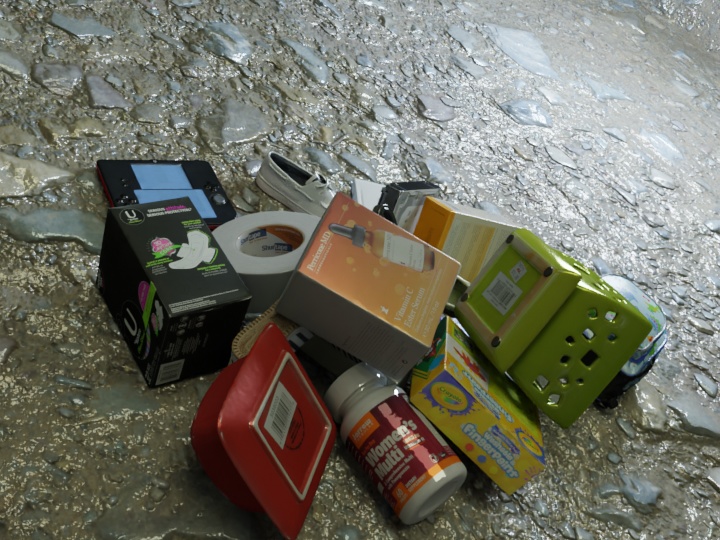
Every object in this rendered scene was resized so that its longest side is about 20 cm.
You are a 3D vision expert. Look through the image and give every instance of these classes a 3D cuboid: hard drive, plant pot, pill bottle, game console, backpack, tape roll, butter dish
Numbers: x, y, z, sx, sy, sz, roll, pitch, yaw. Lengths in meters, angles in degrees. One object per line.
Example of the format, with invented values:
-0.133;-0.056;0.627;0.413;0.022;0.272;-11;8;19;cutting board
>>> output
0.066;-0.075;1.470;0.037;0.142;0.199;26;15;20;hard drive
0.259;0.069;1.289;0.180;0.200;0.200;33;11;-29;plant pot
0.041;0.225;1.193;0.109;0.110;0.200;-17;55;-41;pill bottle
0.082;-0.099;1.645;0.197;0.026;0.133;12;41;-18;hard drive
-0.310;-0.122;1.443;0.197;0.031;0.178;-3;48;-33;game console
0.429;0.101;1.525;0.183;0.148;0.199;45;39;18;backpack
-0.132;-0.016;1.336;0.196;0.067;0.201;-2;30;1;tape roll
-0.139;0.201;1.101;0.201;0.146;0.201;63;30;-27;butter dish

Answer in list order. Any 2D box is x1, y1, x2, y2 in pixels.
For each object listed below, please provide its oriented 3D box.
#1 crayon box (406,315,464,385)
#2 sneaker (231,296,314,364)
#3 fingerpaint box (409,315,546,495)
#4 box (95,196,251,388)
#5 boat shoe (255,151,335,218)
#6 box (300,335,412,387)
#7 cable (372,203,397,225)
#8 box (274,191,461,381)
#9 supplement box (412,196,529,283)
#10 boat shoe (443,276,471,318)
0.151;0.120;1.420;0.124;0.052;0.201;25;39;-2;crayon box
-0.104;0.098;1.241;0.070;0.109;0.199;38;49;22;sneaker
0.163;0.186;1.258;0.200;0.073;0.167;44;20;-12;fingerpaint box
-0.258;0.025;1.212;0.123;0.150;0.201;-12;53;-36;box
-0.087;-0.140;1.559;0.199;0.069;0.072;34;39;9;boat shoe
-0.018;0.109;1.321;0.199;0.069;0.082;35;40;11;box
0.057;-0.004;1.374;0.201;0.050;0.098;52;54;-27;cable
0.011;0.021;1.200;0.198;0.107;0.154;29;53;-6;box
0.178;-0.039;1.513;0.198;0.128;0.073;10;17;-39;supplement box
0.110;0.018;1.346;0.199;0.062;0.072;33;72;-33;boat shoe
